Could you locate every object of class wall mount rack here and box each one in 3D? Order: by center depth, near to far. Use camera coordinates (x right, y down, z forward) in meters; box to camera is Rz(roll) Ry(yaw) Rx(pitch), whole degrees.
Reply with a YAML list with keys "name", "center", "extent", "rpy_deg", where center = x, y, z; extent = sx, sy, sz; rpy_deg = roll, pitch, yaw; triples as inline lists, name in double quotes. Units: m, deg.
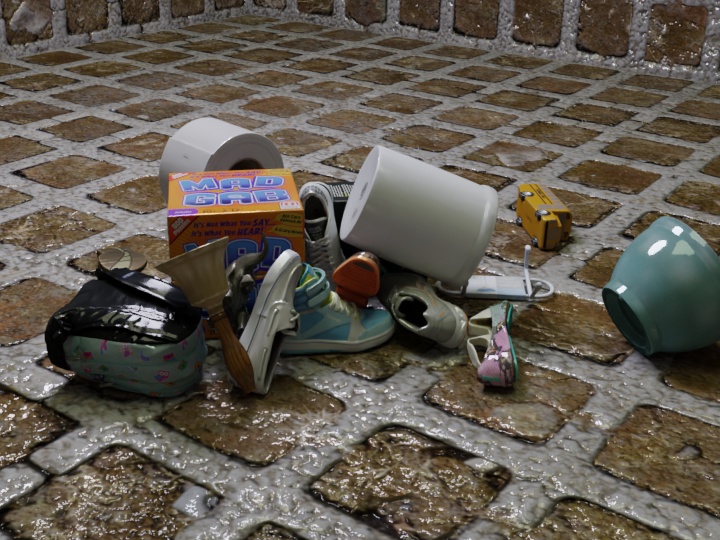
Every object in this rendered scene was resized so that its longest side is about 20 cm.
- name: "wall mount rack"
  center: [0.224, 0.013, 1.567]
  extent: [0.198, 0.075, 0.174]
  rpy_deg: [1, 26, 3]

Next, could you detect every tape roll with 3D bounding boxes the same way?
- name: "tape roll"
  center: [-0.261, -0.176, 1.813]
  extent: [0.202, 0.205, 0.139]
  rpy_deg: [-21, 33, -40]

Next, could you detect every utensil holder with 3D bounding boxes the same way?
- name: "utensil holder"
  center: [0.088, -0.086, 1.483]
  extent: [0.198, 0.171, 0.170]
  rpy_deg: [22, 21, -12]

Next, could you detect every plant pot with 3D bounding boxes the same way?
- name: "plant pot"
  center: [0.443, 0.041, 1.407]
  extent: [0.134, 0.201, 0.200]
  rpy_deg: [-31, 30, -5]

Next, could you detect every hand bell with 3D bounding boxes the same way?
- name: "hand bell"
  center: [-0.184, 0.067, 1.259]
  extent: [0.103, 0.202, 0.104]
  rpy_deg: [-22, 4, 2]

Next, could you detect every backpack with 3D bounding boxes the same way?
- name: "backpack"
  center: [-0.307, 0.090, 1.310]
  extent: [0.198, 0.127, 0.167]
  rpy_deg: [9, 38, 13]

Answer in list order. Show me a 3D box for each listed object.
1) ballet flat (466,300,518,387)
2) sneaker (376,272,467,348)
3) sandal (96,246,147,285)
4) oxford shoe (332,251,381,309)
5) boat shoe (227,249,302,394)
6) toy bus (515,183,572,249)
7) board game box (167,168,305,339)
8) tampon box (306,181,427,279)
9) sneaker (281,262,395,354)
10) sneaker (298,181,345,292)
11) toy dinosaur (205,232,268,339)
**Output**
- name: "ballet flat"
  center: [0.190, 0.100, 1.385]
  extent: [0.070, 0.070, 0.200]
  rpy_deg: [2, 28, 6]
- name: "sneaker"
  center: [0.073, 0.047, 1.449]
  extent: [0.092, 0.076, 0.200]
  rpy_deg: [17, 9, -40]
- name: "sandal"
  center: [-0.407, -0.004, 1.614]
  extent: [0.080, 0.055, 0.200]
  rpy_deg: [-2, 9, -21]
- name: "oxford shoe"
  center: [0.000, 0.000, 1.450]
  extent: [0.071, 0.073, 0.200]
  rpy_deg: [25, -19, -1]
- name: "boat shoe"
  center: [-0.114, 0.073, 1.315]
  extent: [0.065, 0.202, 0.074]
  rpy_deg: [20, -4, 16]
- name: "toy bus"
  center: [0.353, -0.107, 1.852]
  extent: [0.077, 0.066, 0.200]
  rpy_deg: [-1, 24, -8]
- name: "board game box"
  center: [-0.195, -0.030, 1.490]
  extent: [0.198, 0.202, 0.200]
  rpy_deg: [-4, 24, -9]
- name: "tampon box"
  center: [0.009, -0.067, 1.633]
  extent: [0.198, 0.151, 0.126]
  rpy_deg: [-2, 20, -7]
- name: "sneaker"
  center: [-0.040, 0.049, 1.405]
  extent: [0.198, 0.132, 0.080]
  rpy_deg: [-5, 24, -17]
- name: "sneaker"
  center: [-0.065, -0.038, 1.515]
  extent: [0.076, 0.202, 0.081]
  rpy_deg: [-12, 12, 0]
- name: "toy dinosaur"
  center: [-0.178, 0.031, 1.348]
  extent: [0.076, 0.202, 0.102]
  rpy_deg: [5, 23, -12]
